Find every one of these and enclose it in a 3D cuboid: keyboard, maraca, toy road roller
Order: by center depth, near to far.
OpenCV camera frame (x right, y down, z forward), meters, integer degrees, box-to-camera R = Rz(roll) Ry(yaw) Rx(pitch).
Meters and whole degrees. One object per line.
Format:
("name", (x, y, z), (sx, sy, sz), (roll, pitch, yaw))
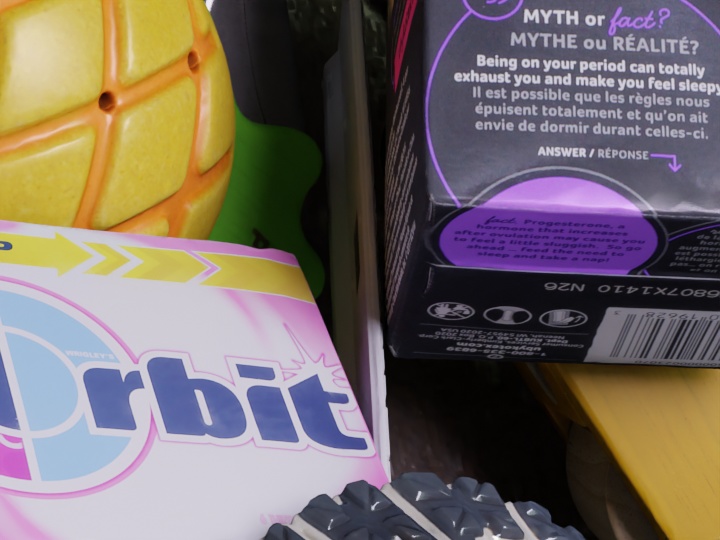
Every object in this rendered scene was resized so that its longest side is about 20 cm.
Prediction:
("maraca", (-0.084, -0.034, 0.735), (0.200, 0.107, 0.138), (44, 70, -32))
("keyboard", (0.000, 0.000, 0.751), (0.011, 0.056, 0.201), (4, 52, -9))
("toy road roller", (0.105, -0.011, 0.822), (0.145, 0.123, 0.201), (-30, 95, -3))

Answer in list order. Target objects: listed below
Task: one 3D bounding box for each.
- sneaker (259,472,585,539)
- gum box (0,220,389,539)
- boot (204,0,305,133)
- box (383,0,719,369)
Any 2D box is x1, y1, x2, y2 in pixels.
("sneaker", (-0.022, 0.111, 0.601), (0.199, 0.087, 0.078), (-13, 53, -30))
("gum box", (-0.089, 0.048, 0.651), (0.199, 0.066, 0.114), (6, 41, -27))
("boot", (-0.037, -0.133, 0.792), (0.070, 0.131, 0.201), (-10, 78, -40))
("box", (0.070, -0.084, 0.712), (0.121, 0.106, 0.201), (3, 68, -4))
